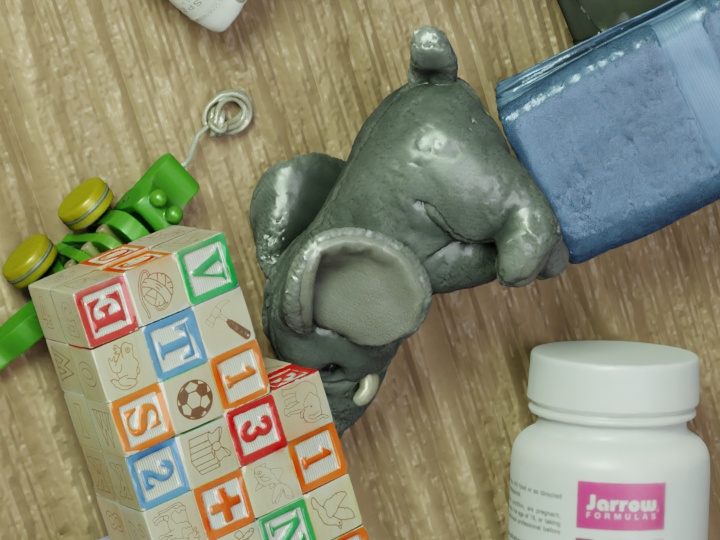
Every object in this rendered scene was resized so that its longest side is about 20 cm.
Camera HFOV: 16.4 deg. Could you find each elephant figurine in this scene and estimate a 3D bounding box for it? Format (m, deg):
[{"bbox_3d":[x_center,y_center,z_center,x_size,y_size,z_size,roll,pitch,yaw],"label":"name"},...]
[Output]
[{"bbox_3d":[0.000,0.000,1.319,0.199,0.142,0.156,-33,81,-1],"label":"elephant figurine"}]

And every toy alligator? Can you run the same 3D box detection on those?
[{"bbox_3d":[-0.118,-0.021,1.292,0.200,0.054,0.059,-46,113,-13],"label":"toy alligator"}]

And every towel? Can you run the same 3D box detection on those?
[{"bbox_3d":[0.178,-0.091,1.364,0.199,0.049,0.112,-26,105,-1],"label":"towel"}]

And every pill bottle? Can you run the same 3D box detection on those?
[{"bbox_3d":[0.139,0.145,1.403,0.113,0.113,0.201,-2,98,-25],"label":"pill bottle"}]

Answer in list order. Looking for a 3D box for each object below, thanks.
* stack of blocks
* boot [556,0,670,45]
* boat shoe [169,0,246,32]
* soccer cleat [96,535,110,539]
[{"bbox_3d":[-0.077,0.082,1.260,0.115,0.058,0.201,-24,105,-27],"label":"stack of blocks"},{"bbox_3d":[0.191,-0.191,1.408,0.200,0.077,0.139,-38,106,-17],"label":"boot"},{"bbox_3d":[-0.033,-0.211,1.302,0.069,0.071,0.200,43,85,-28],"label":"boat shoe"},{"bbox_3d":[-0.133,0.170,1.300,0.199,0.073,0.069,-10,101,-24],"label":"soccer cleat"}]
